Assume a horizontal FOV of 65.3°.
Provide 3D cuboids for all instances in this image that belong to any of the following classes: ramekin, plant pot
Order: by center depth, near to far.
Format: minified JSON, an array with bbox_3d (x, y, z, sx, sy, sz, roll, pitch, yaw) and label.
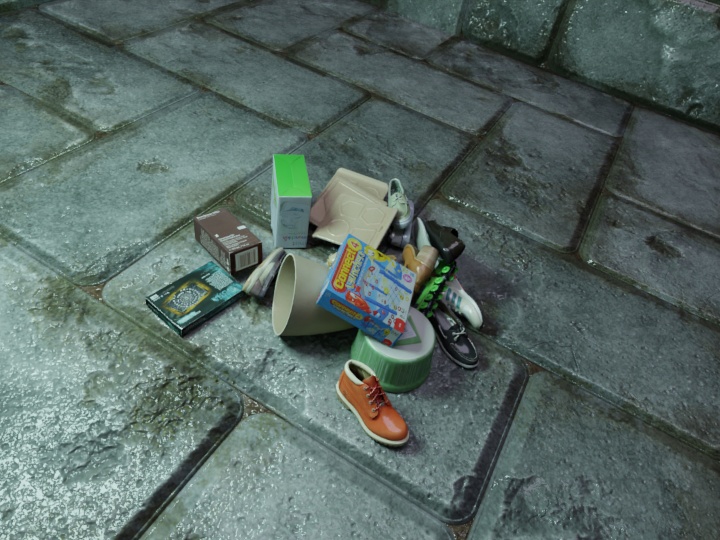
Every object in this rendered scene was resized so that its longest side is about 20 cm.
[{"bbox_3d":[0.080,0.170,1.302,0.195,0.099,0.202,7,42,-6],"label":"ramekin"},{"bbox_3d":[-0.090,0.073,1.327,0.196,0.189,0.189,12,39,-22],"label":"plant pot"}]

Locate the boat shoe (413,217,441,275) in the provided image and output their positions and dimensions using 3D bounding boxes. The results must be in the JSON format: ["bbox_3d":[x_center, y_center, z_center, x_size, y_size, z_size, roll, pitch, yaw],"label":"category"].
[{"bbox_3d":[0.205,-0.073,1.608,0.059,0.075,0.202,-6,47,-15],"label":"boat shoe"}]

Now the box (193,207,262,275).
[{"bbox_3d":[-0.347,-0.080,1.470,0.099,0.076,0.199,-23,44,-35],"label":"box"}]

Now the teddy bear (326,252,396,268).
[{"bbox_3d":[0.000,0.000,1.506,0.195,0.068,0.146,-6,35,-11],"label":"teddy bear"}]

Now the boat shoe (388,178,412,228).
[{"bbox_3d":[0.107,-0.197,1.650,0.070,0.063,0.202,-14,38,3],"label":"boat shoe"}]

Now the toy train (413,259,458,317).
[{"bbox_3d":[0.188,0.043,1.424,0.056,0.042,0.201,-3,40,44],"label":"toy train"}]

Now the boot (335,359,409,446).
[{"bbox_3d":[0.028,0.275,1.172,0.199,0.109,0.074,39,46,24],"label":"boot"}]

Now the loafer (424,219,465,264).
[{"bbox_3d":[0.226,-0.082,1.487,0.070,0.074,0.201,-23,32,1],"label":"loafer"}]

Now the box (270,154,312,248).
[{"bbox_3d":[-0.200,-0.193,1.569,0.094,0.179,0.202,-1,43,-13],"label":"box"}]

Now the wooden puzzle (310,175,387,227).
[{"bbox_3d":[-0.043,-0.172,1.658,0.183,0.037,0.201,31,63,13],"label":"wooden puzzle"}]

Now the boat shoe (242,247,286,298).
[{"bbox_3d":[-0.231,0.009,1.428,0.065,0.072,0.201,40,30,-5],"label":"boat shoe"}]

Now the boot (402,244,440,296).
[{"bbox_3d":[0.125,0.011,1.497,0.073,0.200,0.156,33,80,-9],"label":"boot"}]

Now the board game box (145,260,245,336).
[{"bbox_3d":[-0.393,0.063,1.352,0.134,0.029,0.199,34,45,22],"label":"board game box"}]

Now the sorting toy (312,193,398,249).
[{"bbox_3d":[-0.012,-0.129,1.573,0.196,0.037,0.187,15,52,20],"label":"sorting toy"}]

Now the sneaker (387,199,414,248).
[{"bbox_3d":[0.118,-0.149,1.680,0.069,0.074,0.202,14,41,-2],"label":"sneaker"}]

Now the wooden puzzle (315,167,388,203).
[{"bbox_3d":[-0.023,-0.225,1.753,0.182,0.047,0.202,20,47,8],"label":"wooden puzzle"}]

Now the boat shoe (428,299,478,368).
[{"bbox_3d":[0.228,0.151,1.390,0.072,0.061,0.201,-11,47,-25],"label":"boat shoe"}]

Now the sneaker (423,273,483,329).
[{"bbox_3d":[0.241,0.086,1.474,0.092,0.071,0.201,-30,62,-5],"label":"sneaker"}]

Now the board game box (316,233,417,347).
[{"bbox_3d":[0.020,0.040,1.269,0.193,0.056,0.202,30,42,-9],"label":"board game box"}]
